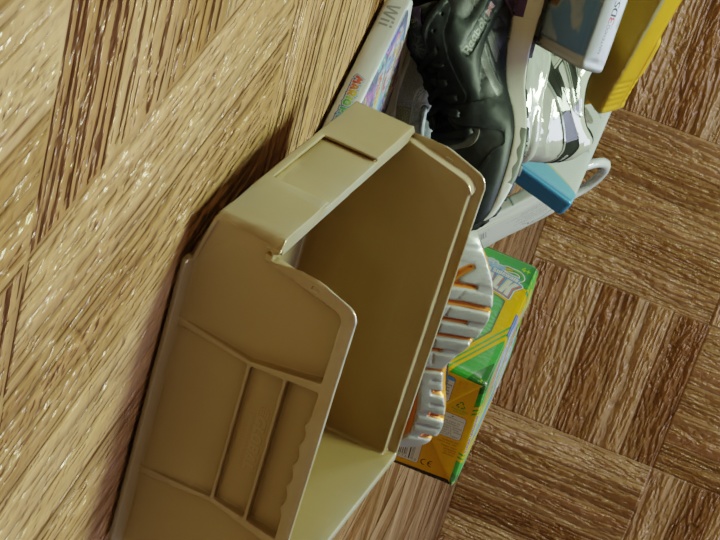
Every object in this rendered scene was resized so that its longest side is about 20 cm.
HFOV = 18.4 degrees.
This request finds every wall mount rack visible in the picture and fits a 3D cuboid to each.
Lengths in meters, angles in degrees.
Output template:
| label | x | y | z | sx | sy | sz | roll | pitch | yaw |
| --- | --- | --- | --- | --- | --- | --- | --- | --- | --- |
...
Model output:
| label | x | y | z | sx | sy | sz | roll | pitch | yaw |
| --- | --- | --- | --- | --- | --- | --- | --- | --- | --- |
| wall mount rack | 0.088 | -0.053 | 1.698 | 0.199 | 0.075 | 0.174 | -26 | 164 | -3 |

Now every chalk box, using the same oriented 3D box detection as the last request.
| label | x | y | z | sx | sy | sz | roll | pitch | yaw |
| --- | --- | --- | --- | --- | --- | --- | --- | --- | --- |
| chalk box | 0.062 | 0.049 | 1.812 | 0.201 | 0.123 | 0.124 | -63 | 171 | -48 |

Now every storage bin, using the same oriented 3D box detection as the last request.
| label | x | y | z | sx | sy | sz | roll | pitch | yaw |
| --- | --- | --- | --- | --- | --- | --- | --- | --- | --- |
| storage bin | -0.028 | 0.040 | 1.151 | 0.200 | 0.093 | 0.200 | -44 | 155 | -60 |

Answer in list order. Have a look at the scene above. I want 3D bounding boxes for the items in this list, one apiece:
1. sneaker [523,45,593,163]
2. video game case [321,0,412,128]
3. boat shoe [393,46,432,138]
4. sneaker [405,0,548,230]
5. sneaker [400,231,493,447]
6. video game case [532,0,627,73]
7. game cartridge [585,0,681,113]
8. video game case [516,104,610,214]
| label | x | y | z | sx | sy | sz | roll | pitch | yaw |
| --- | --- | --- | --- | --- | --- | --- | --- | --- | --- |
| sneaker | 0.124 | -0.170 | 1.513 | 0.075 | 0.087 | 0.202 | -3 | -100 | 61 |
| video game case | -0.018 | -0.050 | 1.345 | 0.144 | 0.018 | 0.201 | 99 | 14 | -57 |
| boat shoe | 0.047 | -0.099 | 1.492 | 0.075 | 0.064 | 0.203 | -60 | 164 | -55 |
| sneaker | 0.056 | -0.127 | 1.390 | 0.076 | 0.087 | 0.202 | -6 | -108 | 58 |
| sneaker | 0.039 | 0.033 | 1.545 | 0.078 | 0.078 | 0.201 | -89 | -166 | -45 |
| video game case | 0.127 | -0.240 | 1.423 | 0.200 | 0.022 | 0.184 | 39 | -66 | 56 |
| game cartridge | 0.158 | -0.231 | 1.522 | 0.032 | 0.177 | 0.201 | -18 | 153 | -28 |
| video game case | 0.121 | -0.148 | 1.623 | 0.018 | 0.143 | 0.201 | -46 | -168 | 47 |
